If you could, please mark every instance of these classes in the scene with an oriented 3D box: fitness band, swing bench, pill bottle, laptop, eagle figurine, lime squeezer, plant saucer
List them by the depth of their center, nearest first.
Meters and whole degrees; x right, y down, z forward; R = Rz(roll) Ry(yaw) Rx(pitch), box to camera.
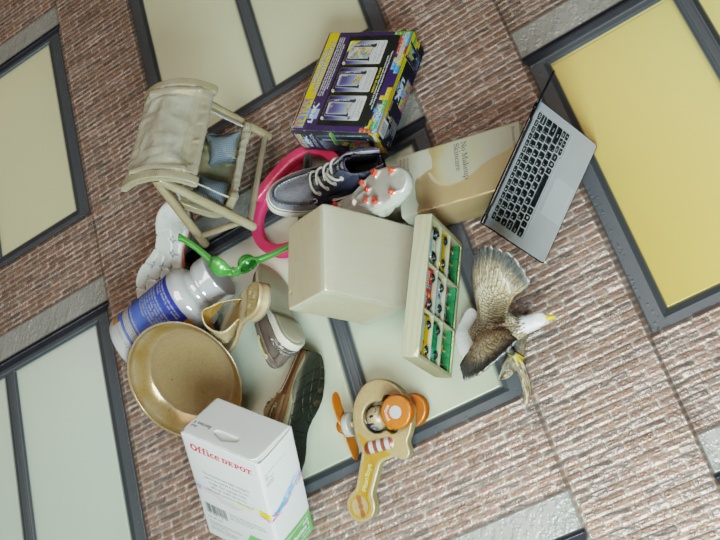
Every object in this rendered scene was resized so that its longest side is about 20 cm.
[{"bbox_3d":[0.180,0.070,1.246,0.151,0.200,0.152,-44,58,8],"label":"eagle figurine"},{"bbox_3d":[0.247,-0.129,1.265,0.115,0.198,0.190,18,80,60],"label":"laptop"},{"bbox_3d":[-0.271,0.168,1.505,0.197,0.035,0.204,6,111,15],"label":"plant saucer"},{"bbox_3d":[-0.194,-0.021,1.508,0.196,0.038,0.071,1,43,4],"label":"lime squeezer"},{"bbox_3d":[-0.261,-0.181,1.544,0.128,0.200,0.202,-17,52,31],"label":"swing bench"},{"bbox_3d":[-0.303,0.068,1.561,0.199,0.112,0.113,-37,59,12],"label":"pill bottle"},{"bbox_3d":[-0.101,-0.113,1.564,0.200,0.037,0.144,-47,60,7],"label":"fitness band"}]

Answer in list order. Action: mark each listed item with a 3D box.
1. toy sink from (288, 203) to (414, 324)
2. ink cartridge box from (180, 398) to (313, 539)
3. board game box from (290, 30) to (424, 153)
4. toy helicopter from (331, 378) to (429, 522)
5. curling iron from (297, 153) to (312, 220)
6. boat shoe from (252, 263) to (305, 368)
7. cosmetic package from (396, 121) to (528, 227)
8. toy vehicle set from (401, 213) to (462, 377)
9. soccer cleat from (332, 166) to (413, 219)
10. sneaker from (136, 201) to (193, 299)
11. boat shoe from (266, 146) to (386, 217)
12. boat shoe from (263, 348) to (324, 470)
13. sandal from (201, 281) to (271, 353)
[{"bbox_3d":[0.000,0.000,1.408,0.112,0.197,0.133,-27,58,51],"label":"toy sink"},{"bbox_3d":[-0.157,0.297,1.347,0.143,0.203,0.084,14,39,31],"label":"ink cartridge box"},{"bbox_3d":[-0.004,-0.289,1.541,0.163,0.057,0.203,7,65,31],"label":"board game box"},{"bbox_3d":[0.011,0.252,1.351,0.130,0.079,0.204,13,91,25],"label":"toy helicopter"},{"bbox_3d":[-0.079,-0.094,1.514,0.049,0.026,0.203,-6,65,2],"label":"curling iron"},{"bbox_3d":[-0.139,0.067,1.484,0.060,0.071,0.201,-50,38,21],"label":"boat shoe"},{"bbox_3d":[0.158,-0.135,1.408,0.197,0.071,0.107,-16,66,23],"label":"cosmetic package"},{"bbox_3d":[0.103,0.038,1.345,0.026,0.124,0.204,-2,72,27],"label":"toy vehicle set"},{"bbox_3d":[0.020,-0.097,1.430,0.199,0.077,0.070,-28,52,45],"label":"soccer cleat"},{"bbox_3d":[-0.322,-0.025,1.639,0.076,0.082,0.203,22,104,5],"label":"sneaker"},{"bbox_3d":[-0.051,-0.143,1.467,0.197,0.093,0.076,-15,72,-6],"label":"boat shoe"},{"bbox_3d":[-0.113,0.215,1.430,0.073,0.075,0.203,8,76,33],"label":"boat shoe"},{"bbox_3d":[-0.209,0.067,1.473,0.211,0.069,0.079,-40,45,52],"label":"sandal"}]
